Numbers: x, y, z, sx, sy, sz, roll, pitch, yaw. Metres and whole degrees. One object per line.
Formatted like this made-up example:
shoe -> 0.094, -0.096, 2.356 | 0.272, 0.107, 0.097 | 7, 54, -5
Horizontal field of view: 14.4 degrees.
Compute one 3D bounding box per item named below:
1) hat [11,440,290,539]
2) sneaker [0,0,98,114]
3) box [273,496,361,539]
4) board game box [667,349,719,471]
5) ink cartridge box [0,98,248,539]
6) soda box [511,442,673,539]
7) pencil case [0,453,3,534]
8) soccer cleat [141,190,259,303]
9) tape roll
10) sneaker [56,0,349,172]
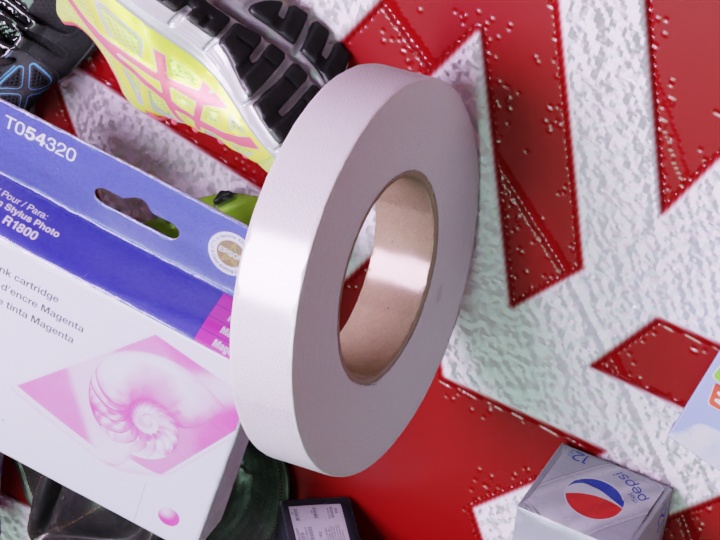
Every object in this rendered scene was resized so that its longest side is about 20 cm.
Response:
hat -> -0.142, 0.127, 1.639 | 0.199, 0.081, 0.202 | 17, 128, 22
sneaker -> -0.192, -0.114, 1.514 | 0.073, 0.082, 0.200 | 40, 131, 8
box -> -0.017, 0.251, 1.577 | 0.049, 0.201, 0.162 | -2, 130, -12
board game box -> 0.266, 0.080, 1.380 | 0.199, 0.037, 0.152 | 34, 132, 10
ink cartridge box -> -0.143, 0.032, 1.516 | 0.195, 0.043, 0.201 | 27, 131, 9
soda box -> 0.113, 0.196, 1.534 | 0.068, 0.063, 0.201 | 22, 129, 18
pencil case -> -0.253, 0.089, 1.682 | 0.085, 0.084, 0.201 | 9, 125, 5
soccer cleat -> -0.097, 0.006, 1.552 | 0.199, 0.068, 0.081 | -8, 141, 29
tape roll -> 0.000, 0.000, 1.388 | 0.037, 0.203, 0.204 | 15, 126, 23
sneaker -> -0.075, -0.101, 1.452 | 0.200, 0.078, 0.090 | 46, 136, -5
